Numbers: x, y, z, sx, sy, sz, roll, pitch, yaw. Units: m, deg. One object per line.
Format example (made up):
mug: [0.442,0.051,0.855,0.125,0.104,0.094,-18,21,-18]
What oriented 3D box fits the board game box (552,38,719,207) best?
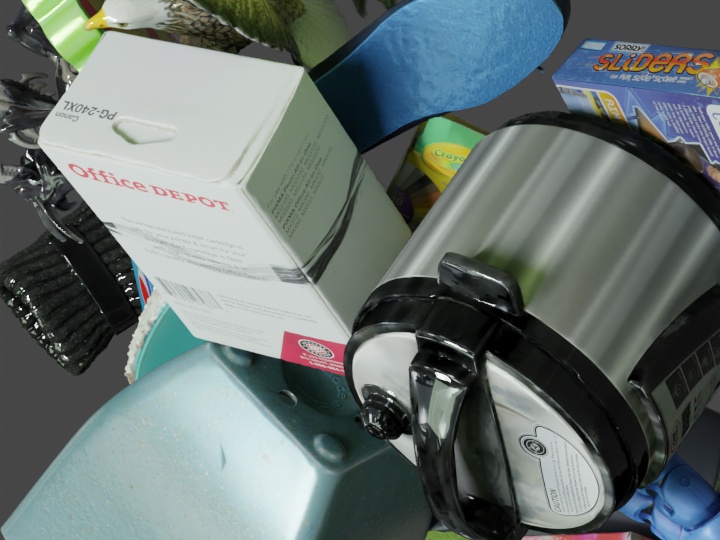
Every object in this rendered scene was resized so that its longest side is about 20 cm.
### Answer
board game box: [0.197,-0.032,1.179,0.135,0.034,0.200,13,144,48]

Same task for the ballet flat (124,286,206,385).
ballet flat: [-0.089,-0.006,1.471,0.072,0.200,0.072,33,-167,-9]

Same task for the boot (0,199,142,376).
boot: [-0.161,0.030,1.704,0.211,0.158,0.079,43,157,-3]

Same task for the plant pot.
plant pot: [-0.064,0.137,1.400,0.196,0.195,0.200,45,123,18]

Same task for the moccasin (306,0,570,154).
moccasin: [0.031,-0.124,1.219,0.199,0.068,0.081,-20,113,36]

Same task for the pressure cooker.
pressure cooker: [0.089,0.041,1.163,0.176,0.200,0.178,45,151,-14]

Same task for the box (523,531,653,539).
box: [0.150,0.221,1.402,0.102,0.095,0.200,-5,166,20]

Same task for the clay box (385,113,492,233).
clay box: [0.062,-0.014,1.321,0.114,0.048,0.200,25,134,-2]

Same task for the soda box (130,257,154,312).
soda box: [-0.123,-0.030,1.532,0.064,0.067,0.201,-175,72,-72]

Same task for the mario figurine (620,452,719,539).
mario figurine: [0.227,0.152,1.234,0.200,0.106,0.123,44,-167,20]

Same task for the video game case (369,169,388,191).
video game case: [-0.020,-0.044,1.530,0.200,0.017,0.143,47,157,-11]

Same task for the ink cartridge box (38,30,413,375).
ink cartridge box: [-0.064,-0.034,1.236,0.145,0.084,0.200,14,153,34]

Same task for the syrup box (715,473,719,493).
syrup box: [0.259,0.147,1.337,0.079,0.082,0.200,33,156,19]

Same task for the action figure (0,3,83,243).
action figure: [-0.224,-0.120,1.505,0.101,0.201,0.119,2,-179,-20]

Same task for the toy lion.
toy lion: [-0.145,-0.139,1.364,0.200,0.069,0.192,53,-169,-5]

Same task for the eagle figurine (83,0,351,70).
eagle figurine: [-0.085,-0.166,1.248,0.151,0.151,0.200,36,155,9]

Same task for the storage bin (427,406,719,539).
storage bin: [0.137,0.111,1.428,0.134,0.146,0.200,20,163,-19]
